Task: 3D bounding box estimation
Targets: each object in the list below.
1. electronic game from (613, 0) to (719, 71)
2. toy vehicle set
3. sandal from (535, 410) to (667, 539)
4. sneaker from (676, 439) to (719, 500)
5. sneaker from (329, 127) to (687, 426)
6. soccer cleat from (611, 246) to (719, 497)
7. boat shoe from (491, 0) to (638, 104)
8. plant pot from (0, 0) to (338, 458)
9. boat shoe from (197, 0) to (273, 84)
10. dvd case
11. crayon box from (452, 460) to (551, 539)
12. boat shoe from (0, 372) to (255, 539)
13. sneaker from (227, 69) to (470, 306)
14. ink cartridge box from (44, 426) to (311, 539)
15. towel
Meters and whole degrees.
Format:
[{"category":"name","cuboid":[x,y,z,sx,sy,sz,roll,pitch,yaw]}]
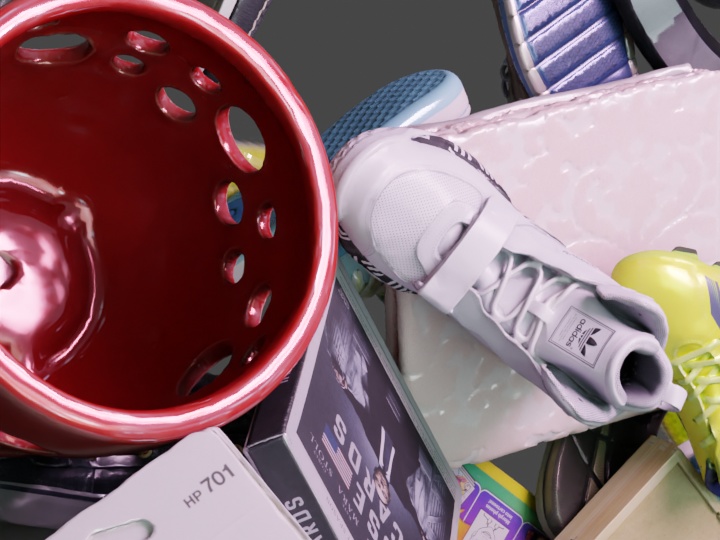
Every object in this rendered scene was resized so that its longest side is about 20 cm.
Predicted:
[{"category":"electronic game","cuboid":[0.192,-0.183,1.323,0.199,0.041,0.201,14,71,-45]},{"category":"toy vehicle set","cuboid":[0.128,0.201,1.287,0.200,0.026,0.124,-45,119,-13]},{"category":"sandal","cuboid":[0.138,0.068,1.348,0.080,0.057,0.201,37,60,-13]},{"category":"sneaker","cuboid":[0.147,0.174,1.364,0.077,0.081,0.200,46,71,-29]},{"category":"sneaker","cuboid":[0.074,0.005,1.145,0.200,0.115,0.075,37,89,-35]},{"category":"soccer cleat","cuboid":[0.189,0.067,1.252,0.200,0.064,0.084,51,38,-36]},{"category":"boat shoe","cuboid":[0.109,-0.097,1.299,0.072,0.072,0.201,-30,108,-23]},{"category":"plant pot","cuboid":[-0.135,-0.009,1.081,0.200,0.182,0.202,8,73,-27]},{"category":"boat shoe","cuboid":[-0.034,-0.178,1.197,0.060,0.076,0.201,25,86,-26]},{"category":"dvd case","cuboid":[0.001,0.093,1.116,0.025,0.200,0.151,-22,110,14]},{"category":"crayon box","cuboid":[0.024,0.146,1.298,0.200,0.058,0.119,39,78,-31]},{"category":"boat shoe","cuboid":[-0.143,0.091,1.189,0.199,0.071,0.091,7,69,-21]},{"category":"sneaker","cuboid":[0.000,0.000,1.247,0.200,0.079,0.131,-37,114,-20]},{"category":"ink cartridge box","cuboid":[-0.097,0.173,1.054,0.146,0.200,0.086,-35,72,-19]},{"category":"towel","cuboid":[0.100,0.000,1.247,0.199,0.032,0.192,-13,115,-25]}]
